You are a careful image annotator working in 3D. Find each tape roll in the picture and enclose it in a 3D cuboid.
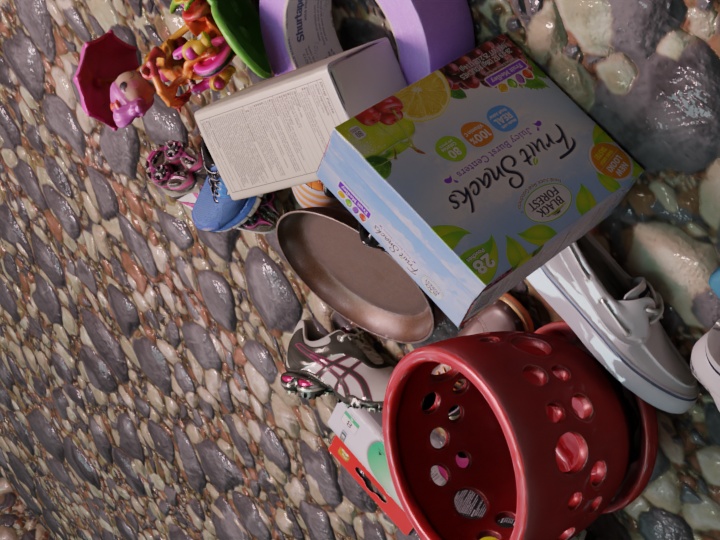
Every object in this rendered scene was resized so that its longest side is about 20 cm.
[{"bbox_3d":[0.003,-0.208,1.024,0.200,0.066,0.201,26,132,33],"label":"tape roll"}]

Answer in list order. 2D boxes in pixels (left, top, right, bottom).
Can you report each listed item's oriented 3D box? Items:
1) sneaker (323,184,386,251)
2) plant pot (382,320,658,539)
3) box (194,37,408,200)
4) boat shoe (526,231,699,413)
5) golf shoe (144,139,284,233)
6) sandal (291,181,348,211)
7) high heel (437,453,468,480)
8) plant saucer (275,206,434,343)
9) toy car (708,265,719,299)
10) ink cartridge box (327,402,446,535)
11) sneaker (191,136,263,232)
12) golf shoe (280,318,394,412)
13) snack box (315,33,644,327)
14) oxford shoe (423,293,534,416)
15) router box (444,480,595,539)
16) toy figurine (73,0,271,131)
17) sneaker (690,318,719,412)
[{"bbox_3d":[0.044,-0.035,1.113,0.200,0.088,0.076,46,144,4],"label":"sneaker"},{"bbox_3d":[0.145,0.148,1.019,0.200,0.182,0.201,20,114,54],"label":"plant pot"},{"bbox_3d":[-0.048,-0.129,1.018,0.200,0.078,0.095,-6,112,49],"label":"box"},{"bbox_3d":[0.217,0.034,0.965,0.200,0.074,0.065,43,123,-2],"label":"boat shoe"},{"bbox_3d":[-0.160,-0.091,1.375,0.200,0.073,0.092,28,170,31],"label":"golf shoe"},{"bbox_3d":[-0.042,-0.116,1.187,0.079,0.059,0.207,46,146,18],"label":"sandal"},{"bbox_3d":[0.142,0.177,1.219,0.200,0.067,0.097,-6,94,54],"label":"high heel"},{"bbox_3d":[0.000,0.000,1.220,0.200,0.032,0.200,30,153,17],"label":"plant saucer"},{"bbox_3d":[0.302,0.067,0.750,0.185,0.200,0.177,52,142,8],"label":"toy car"},{"bbox_3d":[0.019,0.247,1.442,0.161,0.050,0.200,47,145,16],"label":"ink cartridge box"},{"bbox_3d":[-0.142,-0.118,1.245,0.200,0.089,0.079,-55,53,37],"label":"sneaker"},{"bbox_3d":[-0.006,0.111,1.324,0.199,0.077,0.088,8,95,31],"label":"golf shoe"},{"bbox_3d":[0.095,-0.076,0.907,0.169,0.200,0.068,48,147,15],"label":"snack box"},{"bbox_3d":[0.114,0.095,1.154,0.071,0.073,0.200,45,146,18],"label":"oxford shoe"},{"bbox_3d":[0.186,0.293,1.193,0.200,0.051,0.149,46,154,-26],"label":"router box"},{"bbox_3d":[-0.192,-0.199,1.127,0.150,0.184,0.200,43,-163,-41],"label":"toy figurine"},{"bbox_3d":[0.338,0.120,0.892,0.200,0.076,0.081,50,159,19],"label":"sneaker"}]
